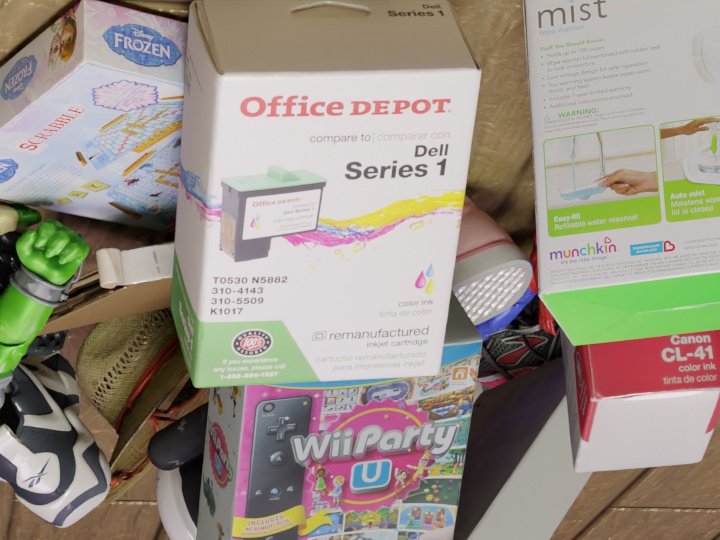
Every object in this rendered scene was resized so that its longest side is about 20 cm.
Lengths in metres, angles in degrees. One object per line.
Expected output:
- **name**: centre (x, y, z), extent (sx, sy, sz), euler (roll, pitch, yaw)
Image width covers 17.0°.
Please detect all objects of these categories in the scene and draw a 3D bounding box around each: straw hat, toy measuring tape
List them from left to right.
- **straw hat**: centre (-0.157, 0.070, 1.723), extent (0.085, 0.201, 0.201), euler (41, 159, 8)
- **toy measuring tape**: centre (-0.053, -0.021, 1.404), extent (0.198, 0.074, 0.074), euler (-7, 161, -15)

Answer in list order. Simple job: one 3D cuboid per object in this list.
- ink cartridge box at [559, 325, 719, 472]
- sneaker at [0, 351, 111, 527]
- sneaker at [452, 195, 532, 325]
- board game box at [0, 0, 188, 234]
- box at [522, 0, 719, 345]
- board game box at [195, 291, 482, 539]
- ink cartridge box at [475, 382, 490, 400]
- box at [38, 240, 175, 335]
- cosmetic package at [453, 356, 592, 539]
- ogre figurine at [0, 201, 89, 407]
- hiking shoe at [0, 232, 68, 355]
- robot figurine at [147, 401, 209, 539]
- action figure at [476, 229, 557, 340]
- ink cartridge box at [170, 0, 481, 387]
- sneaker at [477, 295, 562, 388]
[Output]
- **ink cartridge box**: centre (0.160, 0.003, 1.426), extent (0.085, 0.202, 0.148), euler (-3, 160, 1)
- **sneaker**: centre (-0.255, 0.078, 1.652), extent (0.079, 0.200, 0.130), euler (-34, 137, 7)
- **sneaker**: centre (0.000, 0.000, 1.498), extent (0.199, 0.105, 0.076), euler (-19, 147, -27)
- **board game box**: centre (-0.121, -0.082, 1.397), extent (0.198, 0.041, 0.200), euler (11, 155, -34)
- **box**: centre (0.194, -0.067, 1.279), extent (0.198, 0.178, 0.097), euler (-8, 158, 14)
- **board game box**: centre (-0.016, 0.113, 1.437), extent (0.146, 0.064, 0.201), euler (-5, 124, -18)
- **ink cartridge box**: centre (0.074, 0.119, 1.889), extent (0.198, 0.083, 0.147), euler (3, 158, -13)
- **box**: centre (-0.110, 0.001, 1.547), extent (0.199, 0.021, 0.163), euler (-13, 173, -45)
- **cosmetic package**: centre (0.090, 0.143, 1.603), extent (0.052, 0.200, 0.150), euler (48, 144, -12)
- **ogre figurine**: centre (-0.270, 0.008, 1.444), extent (0.198, 0.121, 0.098), euler (13, -173, -6)
- **hiking shoe**: centre (-0.279, 0.003, 1.583), extent (0.086, 0.075, 0.200), euler (-10, 150, 41)
- **robot figurine**: centre (-0.047, 0.131, 1.574), extent (0.199, 0.151, 0.125), euler (-27, -170, 40)
- **action figure**: centre (0.110, 0.034, 1.579), extent (0.200, 0.099, 0.065), euler (-43, 150, 15)
- **ink cartridge box**: centre (-0.022, -0.043, 1.304), extent (0.144, 0.084, 0.201), euler (-2, 124, -13)
- **sneaker**: centre (0.116, 0.037, 1.684), extent (0.074, 0.081, 0.200), euler (15, 154, -33)
